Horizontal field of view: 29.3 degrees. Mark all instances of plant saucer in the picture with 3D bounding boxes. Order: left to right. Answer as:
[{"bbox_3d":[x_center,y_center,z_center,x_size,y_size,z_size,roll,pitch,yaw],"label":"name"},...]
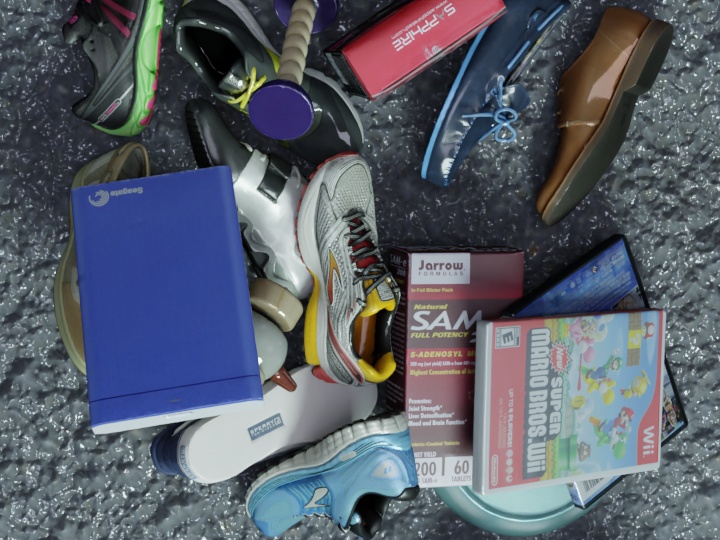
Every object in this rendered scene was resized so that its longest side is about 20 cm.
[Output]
[{"bbox_3d":[0.151,0.147,1.249,0.198,0.027,0.203,-1,98,-6],"label":"plant saucer"}]

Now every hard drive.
[{"bbox_3d":[-0.153,0.019,1.075,0.130,0.025,0.202,-9,66,-4],"label":"hard drive"}]

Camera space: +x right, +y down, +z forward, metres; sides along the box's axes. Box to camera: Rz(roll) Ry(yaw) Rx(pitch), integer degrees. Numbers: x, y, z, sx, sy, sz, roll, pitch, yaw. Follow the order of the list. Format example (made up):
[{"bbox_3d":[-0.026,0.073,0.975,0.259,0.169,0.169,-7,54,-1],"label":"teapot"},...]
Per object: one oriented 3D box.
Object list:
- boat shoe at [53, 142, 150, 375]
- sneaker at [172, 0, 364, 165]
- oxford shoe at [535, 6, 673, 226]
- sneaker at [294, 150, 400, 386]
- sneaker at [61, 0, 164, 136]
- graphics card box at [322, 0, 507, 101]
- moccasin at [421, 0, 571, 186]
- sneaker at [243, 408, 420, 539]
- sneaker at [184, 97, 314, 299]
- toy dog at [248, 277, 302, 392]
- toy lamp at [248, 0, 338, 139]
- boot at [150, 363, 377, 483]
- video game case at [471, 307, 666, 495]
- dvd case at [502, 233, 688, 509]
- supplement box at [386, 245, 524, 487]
[{"bbox_3d":[-0.203,-0.009,1.131,0.073,0.063,0.203,25,53,-38],"label":"boat shoe"},{"bbox_3d":[-0.084,-0.150,1.155,0.200,0.085,0.075,40,115,-4],"label":"sneaker"},{"bbox_3d":[0.198,-0.136,1.209,0.071,0.071,0.201,29,96,21],"label":"oxford shoe"},{"bbox_3d":[0.000,0.000,1.152,0.077,0.082,0.202,-16,108,-41],"label":"sneaker"},{"bbox_3d":[-0.206,-0.215,1.147,0.083,0.077,0.202,5,96,-10],"label":"sneaker"},{"bbox_3d":[0.038,-0.192,1.109,0.125,0.200,0.051,-34,100,1],"label":"graphics card box"},{"bbox_3d":[0.117,-0.160,1.179,0.068,0.080,0.202,27,95,4],"label":"moccasin"},{"bbox_3d":[-0.025,0.193,1.167,0.078,0.200,0.091,-10,72,-45],"label":"sneaker"},{"bbox_3d":[-0.080,-0.070,1.182,0.088,0.074,0.201,-31,110,-8],"label":"sneaker"},{"bbox_3d":[-0.122,0.057,1.161,0.132,0.200,0.097,-42,132,-11],"label":"toy dog"},{"bbox_3d":[-0.051,-0.185,1.113,0.058,0.201,0.059,4,134,5],"label":"toy lamp"},{"bbox_3d":[-0.086,0.128,1.208,0.199,0.090,0.074,-17,95,-32],"label":"boot"},{"bbox_3d":[0.180,0.108,1.169,0.198,0.017,0.145,-3,97,-32],"label":"video game case"},{"bbox_3d":[0.210,0.088,1.207,0.142,0.017,0.202,-32,111,-26],"label":"dvd case"},{"bbox_3d":[0.081,0.081,1.184,0.108,0.061,0.202,-1,95,-15],"label":"supplement box"}]
